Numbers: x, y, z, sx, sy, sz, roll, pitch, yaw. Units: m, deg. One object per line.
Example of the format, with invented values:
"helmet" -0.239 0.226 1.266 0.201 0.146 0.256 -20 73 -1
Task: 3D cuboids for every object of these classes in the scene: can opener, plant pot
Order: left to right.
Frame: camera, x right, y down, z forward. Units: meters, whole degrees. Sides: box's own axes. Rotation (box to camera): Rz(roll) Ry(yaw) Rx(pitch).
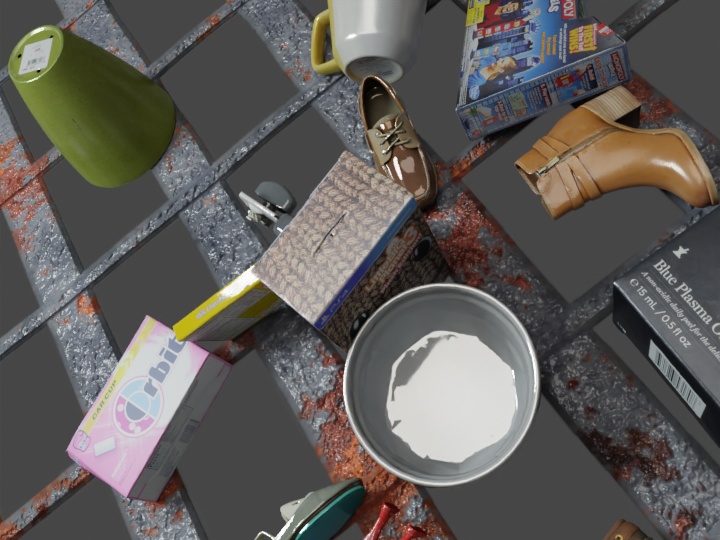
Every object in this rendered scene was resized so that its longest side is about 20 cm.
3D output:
"plant pot" -0.402 -0.253 1.047 0.184 0.200 0.191 -7 66 17
"can opener" -0.082 -0.058 0.928 0.199 0.053 0.067 37 84 29

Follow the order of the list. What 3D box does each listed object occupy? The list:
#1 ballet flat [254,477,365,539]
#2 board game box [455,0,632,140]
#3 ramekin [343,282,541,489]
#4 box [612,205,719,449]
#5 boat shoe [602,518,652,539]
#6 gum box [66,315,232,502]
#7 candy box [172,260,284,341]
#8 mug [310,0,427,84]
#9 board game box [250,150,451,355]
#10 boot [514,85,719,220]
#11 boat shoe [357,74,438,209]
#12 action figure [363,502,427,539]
"ballet flat" -0.078 0.289 0.774 0.063 0.067 0.201 36 84 36
"board game box" 0.226 -0.271 0.883 0.197 0.062 0.203 -5 57 27
"ramekin" 0.089 0.124 0.749 0.196 0.105 0.204 -5 70 14
"box" 0.377 0.046 0.675 0.199 0.118 0.198 -35 61 2
"boat shoe" 0.195 0.311 0.662 0.199 0.072 0.068 -37 55 -5
"gum box" -0.262 0.175 0.890 0.112 0.066 0.202 24 78 26
"candy box" -0.120 0.026 0.852 0.199 0.102 0.027 -35 69 21
"mug" 0.018 -0.333 0.979 0.146 0.187 0.156 5 76 -12
"board game box" 0.000 0.000 0.787 0.096 0.200 0.160 36 84 28
"boot" 0.280 -0.103 0.801 0.154 0.074 0.201 -34 49 3
"boat shoe" 0.039 -0.165 0.916 0.075 0.072 0.202 -27 61 8
"action figure" -0.003 0.341 0.733 0.065 0.052 0.202 30 86 34
